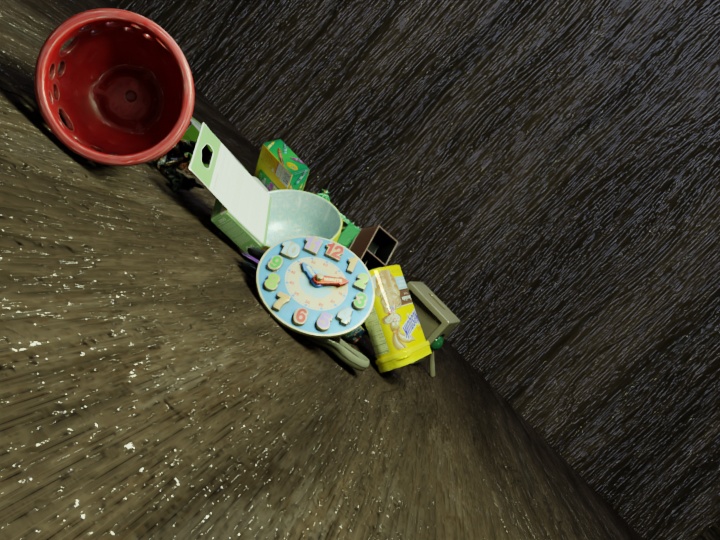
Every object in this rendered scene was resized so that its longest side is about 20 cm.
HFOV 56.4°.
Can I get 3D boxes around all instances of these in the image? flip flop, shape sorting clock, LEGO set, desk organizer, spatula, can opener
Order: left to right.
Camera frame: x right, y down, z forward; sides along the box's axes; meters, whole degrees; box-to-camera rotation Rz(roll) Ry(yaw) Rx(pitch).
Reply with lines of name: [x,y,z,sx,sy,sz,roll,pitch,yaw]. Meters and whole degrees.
spatula: [-0.138,0.032,1.219,0.200,0.021,0.057,46,6,6]
can opener: [-0.111,0.021,1.154,0.199,0.064,0.079,22,-20,-15]
LEGO set: [-0.098,-0.072,1.475,0.153,0.201,0.116,30,0,-12]
shape sorting clock: [-0.071,0.021,1.097,0.199,0.039,0.201,12,46,-13]
flip flop: [-0.053,0.099,1.138,0.200,0.058,0.081,39,7,-22]
desk organizer: [0.000,0.000,1.494,0.072,0.201,0.077,39,-24,-24]

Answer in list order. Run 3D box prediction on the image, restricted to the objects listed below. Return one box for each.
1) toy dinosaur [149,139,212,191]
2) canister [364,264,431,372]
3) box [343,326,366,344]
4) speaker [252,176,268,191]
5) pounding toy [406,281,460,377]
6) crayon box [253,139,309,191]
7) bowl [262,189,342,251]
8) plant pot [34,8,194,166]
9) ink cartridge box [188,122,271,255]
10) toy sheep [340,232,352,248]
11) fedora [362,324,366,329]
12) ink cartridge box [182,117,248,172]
toy dinosaur: [-0.341,-0.215,1.234,0.135,0.103,0.200,29,19,29]
canister: [0.063,0.096,1.395,0.148,0.086,0.201,-10,79,-63]
box: [-0.065,0.068,1.311,0.137,0.038,0.200,46,-1,21]
speaker: [-0.218,-0.131,1.551,0.200,0.081,0.081,47,6,32]
pounding toy: [0.166,0.165,1.829,0.200,0.184,0.142,46,17,19]
crayon box: [-0.204,-0.200,1.633,0.058,0.200,0.119,-23,61,-40]
bowl: [-0.140,-0.062,1.337,0.200,0.199,0.108,49,-36,38]
plant pot: [-0.338,-0.250,0.952,0.200,0.201,0.182,43,-3,-16]
ink cartridge box: [-0.238,-0.143,1.193,0.200,0.048,0.146,47,28,-35]
toy sheep: [-0.033,-0.030,1.603,0.137,0.200,0.138,18,-39,15]
fedora: [0.044,0.111,1.638,0.201,0.092,0.201,43,2,-2]
ink cartridge box: [-0.378,-0.291,1.590,0.200,0.076,0.148,46,6,28]
